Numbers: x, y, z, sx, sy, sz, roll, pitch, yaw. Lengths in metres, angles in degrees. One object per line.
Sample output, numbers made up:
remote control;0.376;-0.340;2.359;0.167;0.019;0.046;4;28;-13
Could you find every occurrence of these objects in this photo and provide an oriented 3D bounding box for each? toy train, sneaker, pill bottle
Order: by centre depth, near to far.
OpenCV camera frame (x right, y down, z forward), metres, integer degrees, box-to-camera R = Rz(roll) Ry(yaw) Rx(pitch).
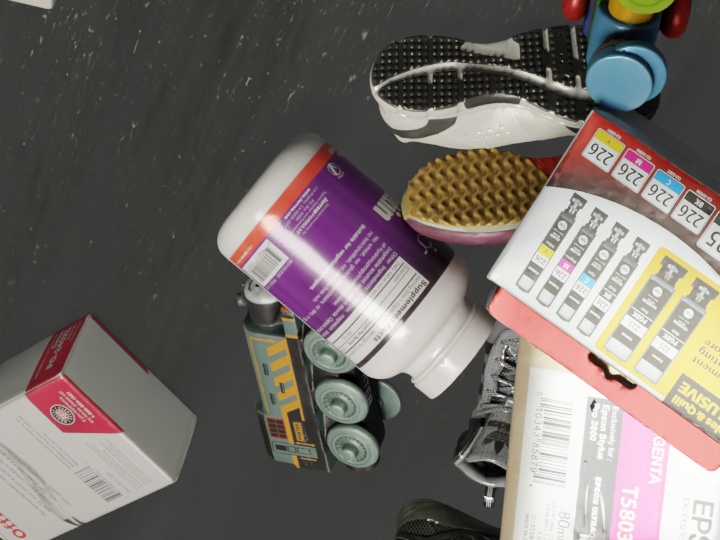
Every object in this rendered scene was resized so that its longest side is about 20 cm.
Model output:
toy train;0.177;-0.205;0.997;0.084;0.116;0.201;11;131;3
sneaker;0.107;-0.122;1.127;0.198;0.074;0.080;4;158;4
sneaker;0.130;-0.039;1.164;0.198;0.075;0.090;-5;145;6
pill bottle;0.000;0.000;1.187;0.200;0.113;0.113;40;128;-4
sneaker;0.120;0.095;1.260;0.075;0.114;0.201;13;133;12
toy train;-0.036;0.082;1.314;0.113;0.085;0.201;5;131;20
sneaker;0.120;0.282;1.426;0.198;0.115;0.076;20;133;-8

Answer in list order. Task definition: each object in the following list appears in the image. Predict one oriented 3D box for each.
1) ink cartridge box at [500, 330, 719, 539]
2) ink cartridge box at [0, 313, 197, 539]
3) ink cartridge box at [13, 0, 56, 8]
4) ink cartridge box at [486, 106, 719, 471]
ink cartridge box;0.190;0.141;1.163;0.163;0.075;0.202;8;102;19
ink cartridge box;-0.267;0.145;1.412;0.199;0.084;0.145;-26;120;30
ink cartridge box;-0.242;-0.283;1.056;0.115;0.068;0.201;13;131;1
ink cartridge box;0.192;0.020;1.047;0.199;0.084;0.176;35;110;11
